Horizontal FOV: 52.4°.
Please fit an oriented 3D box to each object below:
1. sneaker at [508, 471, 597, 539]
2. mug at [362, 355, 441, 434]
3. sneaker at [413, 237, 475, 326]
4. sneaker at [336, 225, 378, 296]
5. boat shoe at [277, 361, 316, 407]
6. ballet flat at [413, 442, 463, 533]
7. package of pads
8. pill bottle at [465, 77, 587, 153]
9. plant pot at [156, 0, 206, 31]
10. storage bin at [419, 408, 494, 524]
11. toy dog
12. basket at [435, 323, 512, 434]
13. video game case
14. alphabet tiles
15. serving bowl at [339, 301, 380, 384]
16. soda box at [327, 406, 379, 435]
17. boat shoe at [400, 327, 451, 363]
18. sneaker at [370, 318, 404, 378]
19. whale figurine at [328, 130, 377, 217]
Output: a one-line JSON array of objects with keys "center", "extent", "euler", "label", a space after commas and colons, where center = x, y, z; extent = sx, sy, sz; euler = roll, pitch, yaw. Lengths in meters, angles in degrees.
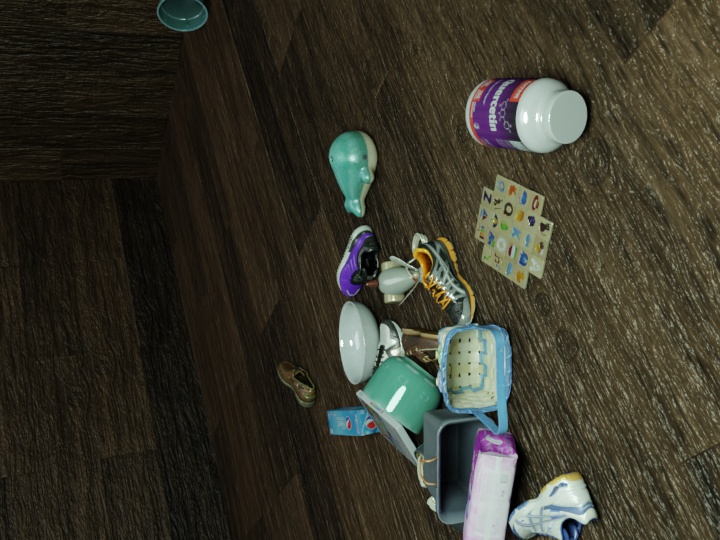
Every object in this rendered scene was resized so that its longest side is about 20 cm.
[{"center": [0.316, 0.418, 1.217], "extent": [0.089, 0.074, 0.201], "euler": [66, 148, 32], "label": "sneaker"}, {"center": [0.086, 0.245, 1.556], "extent": [0.184, 0.152, 0.115], "euler": [35, 87, 36], "label": "mug"}, {"center": [0.164, 0.029, 1.457], "extent": [0.079, 0.076, 0.203], "euler": [-57, 47, 48], "label": "sneaker"}, {"center": [0.000, 0.000, 1.791], "extent": [0.100, 0.068, 0.203], "euler": [55, 141, 41], "label": "sneaker"}, {"center": [-0.189, 0.329, 2.238], "extent": [0.200, 0.071, 0.069], "euler": [40, 126, 43], "label": "boat shoe"}, {"center": [0.162, 0.460, 1.542], "extent": [0.073, 0.072, 0.203], "euler": [-59, 43, 49], "label": "ballet flat"}, {"center": [0.233, 0.401, 1.320], "extent": [0.121, 0.074, 0.204], "euler": [-59, -24, -78], "label": "package of pads"}, {"center": [0.263, -0.249, 1.168], "extent": [0.199, 0.110, 0.115], "euler": [25, 116, 60], "label": "pill bottle"}, {"center": [-0.714, -1.104, 2.926], "extent": [0.200, 0.196, 0.200], "euler": [135, 132, -57], "label": "plant pot"}, {"center": [0.175, 0.371, 1.442], "extent": [0.134, 0.142, 0.205], "euler": [-158, 66, -72], "label": "storage bin"}, {"center": [0.081, 0.016, 1.599], "extent": [0.200, 0.095, 0.134], "euler": [-53, 48, 53], "label": "toy dog"}, {"center": [0.212, 0.183, 1.316], "extent": [0.200, 0.136, 0.181], "euler": [-167, 74, -71], "label": "basket"}, {"center": [0.070, 0.367, 1.688], "extent": [0.199, 0.018, 0.145], "euler": [28, 152, 59], "label": "video game case"}, {"center": [0.269, -0.071, 1.304], "extent": [0.200, 0.006, 0.170], "euler": [42, 130, 55], "label": "alphabet tiles"}, {"center": [0.006, 0.175, 1.799], "extent": [0.200, 0.064, 0.205], "euler": [177, 90, -72], "label": "serving bowl"}, {"center": [-0.016, 0.388, 1.889], "extent": [0.199, 0.067, 0.066], "euler": [-21, 76, 63], "label": "soda box"}, {"center": [0.143, 0.158, 1.530], "extent": [0.200, 0.069, 0.072], "euler": [173, 98, -72], "label": "boat shoe"}, {"center": [0.062, 0.215, 1.692], "extent": [0.073, 0.078, 0.205], "euler": [163, 103, -64], "label": "sneaker"}, {"center": [-0.026, -0.232, 1.762], "extent": [0.159, 0.102, 0.204], "euler": [33, 123, 57], "label": "whale figurine"}]
